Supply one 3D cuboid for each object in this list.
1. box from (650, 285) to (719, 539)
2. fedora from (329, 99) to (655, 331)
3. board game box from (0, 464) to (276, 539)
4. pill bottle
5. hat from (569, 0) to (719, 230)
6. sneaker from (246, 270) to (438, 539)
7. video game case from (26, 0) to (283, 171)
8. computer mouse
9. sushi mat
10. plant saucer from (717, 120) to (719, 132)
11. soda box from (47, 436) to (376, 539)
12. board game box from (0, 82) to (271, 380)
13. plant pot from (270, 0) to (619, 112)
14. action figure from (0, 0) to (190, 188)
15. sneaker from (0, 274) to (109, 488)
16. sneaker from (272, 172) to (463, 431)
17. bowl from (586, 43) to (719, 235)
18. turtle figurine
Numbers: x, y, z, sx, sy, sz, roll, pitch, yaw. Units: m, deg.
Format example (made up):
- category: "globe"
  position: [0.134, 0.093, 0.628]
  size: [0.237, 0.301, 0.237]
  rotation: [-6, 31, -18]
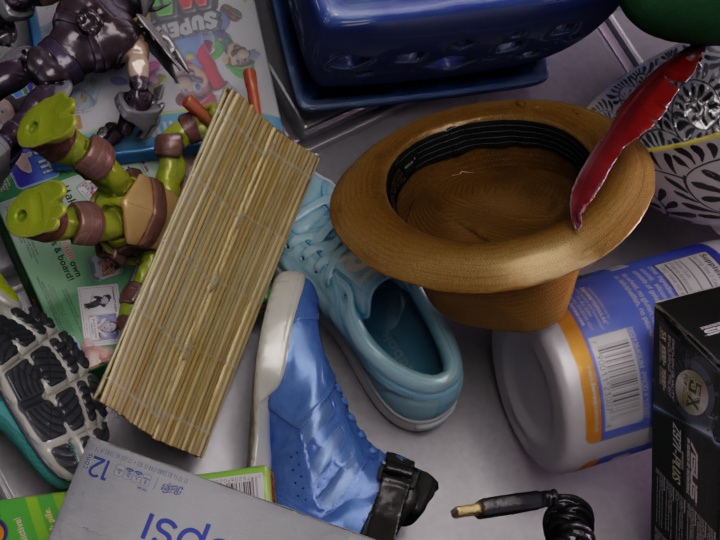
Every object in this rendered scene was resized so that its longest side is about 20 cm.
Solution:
- category: "box"
  position: [0.257, 0.104, 1.176]
  size: [0.163, 0.201, 0.086]
  rotation: [-12, 30, -16]
- category: "fedora"
  position: [0.079, -0.024, 1.178]
  size: [0.199, 0.082, 0.201]
  rotation: [-9, 33, 6]
- category: "board game box"
  position: [-0.143, 0.169, 1.134]
  size: [0.199, 0.030, 0.096]
  rotation: [-7, 74, 3]
- category: "pill bottle"
  position: [0.190, 0.045, 1.236]
  size: [0.199, 0.112, 0.113]
  rotation: [-15, 72, -17]
- category: "hat"
  position: [0.156, -0.149, 1.164]
  size: [0.176, 0.200, 0.166]
  rotation: [-31, 94, 9]
- category: "sneaker"
  position: [-0.010, 0.102, 1.188]
  size: [0.111, 0.077, 0.201]
  rotation: [5, 72, -3]
- category: "video game case"
  position: [-0.136, -0.164, 1.271]
  size: [0.142, 0.018, 0.201]
  rotation: [-8, 71, -15]
- category: "computer mouse"
  position: [0.043, 0.187, 1.126]
  size: [0.199, 0.141, 0.046]
  rotation: [-6, 38, -7]
- category: "sushi mat"
  position: [-0.086, 0.002, 1.173]
  size: [0.012, 0.096, 0.201]
  rotation: [10, 71, 37]
- category: "plant saucer"
  position: [0.326, -0.061, 1.350]
  size: [0.199, 0.032, 0.201]
  rotation: [4, 67, -10]
- category: "soda box"
  position: [-0.061, 0.156, 1.080]
  size: [0.199, 0.063, 0.069]
  rotation: [18, 75, 12]
- category: "board game box"
  position: [-0.154, -0.042, 1.245]
  size: [0.134, 0.029, 0.201]
  rotation: [-21, 74, -19]
- category: "plant pot"
  position: [0.034, -0.209, 1.268]
  size: [0.199, 0.180, 0.201]
  rotation: [-8, 71, -15]
- category: "action figure"
  position: [-0.188, -0.113, 1.198]
  size: [0.130, 0.069, 0.200]
  rotation: [40, 67, 16]
- category: "sneaker"
  position: [-0.220, 0.051, 1.172]
  size: [0.200, 0.080, 0.077]
  rotation: [46, 25, 15]
- category: "sneaker"
  position: [0.000, 0.000, 1.230]
  size: [0.074, 0.082, 0.200]
  rotation: [-36, 79, -23]
- category: "bowl"
  position: [0.241, -0.082, 1.252]
  size: [0.200, 0.200, 0.095]
  rotation: [-33, 111, -21]
- category: "turtle figurine"
  position: [-0.130, -0.044, 1.173]
  size: [0.064, 0.161, 0.201]
  rotation: [8, 78, 38]
